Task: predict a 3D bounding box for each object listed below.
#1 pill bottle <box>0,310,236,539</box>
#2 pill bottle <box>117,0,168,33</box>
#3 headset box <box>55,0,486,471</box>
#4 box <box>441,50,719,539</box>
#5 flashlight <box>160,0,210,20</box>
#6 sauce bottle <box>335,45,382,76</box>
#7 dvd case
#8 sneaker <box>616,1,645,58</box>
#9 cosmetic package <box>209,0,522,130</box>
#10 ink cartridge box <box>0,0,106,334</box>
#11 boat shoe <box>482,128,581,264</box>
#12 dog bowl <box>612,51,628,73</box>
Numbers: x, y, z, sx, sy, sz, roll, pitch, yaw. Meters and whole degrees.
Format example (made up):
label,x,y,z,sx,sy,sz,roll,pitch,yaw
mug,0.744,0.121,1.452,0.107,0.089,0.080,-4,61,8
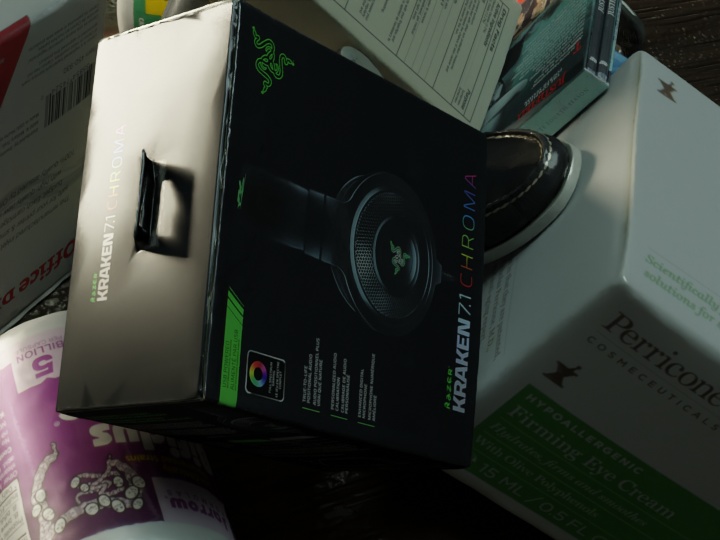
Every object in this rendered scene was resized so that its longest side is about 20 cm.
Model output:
label,x,y,z,sx,sy,sz,roll,pitch,yaw
pill bottle,-0.116,0.123,0.689,0.112,0.112,0.200,-5,46,-24
pill bottle,-0.051,-0.172,0.997,0.199,0.113,0.113,10,38,17
headset box,-0.037,-0.007,0.682,0.200,0.093,0.175,22,67,-48
box,0.164,0.037,0.795,0.199,0.171,0.200,33,39,-14
flashlight,-0.093,-0.149,0.925,0.068,0.200,0.068,33,27,14
sauce bottle,-0.068,-0.050,0.833,0.065,0.200,0.065,39,31,-29
dvd case,0.106,-0.140,0.899,0.022,0.146,0.200,32,46,-17
sneaker,0.152,-0.241,1.213,0.200,0.075,0.116,27,39,12
cosmetic package,-0.004,-0.162,0.843,0.200,0.073,0.104,38,63,-38
ink cartridge box,-0.213,-0.062,0.790,0.083,0.200,0.147,26,41,14
boat shoe,0.031,-0.044,0.810,0.060,0.200,0.074,37,64,-30
dog bowl,0.147,-0.114,0.991,0.111,0.050,0.200,-2,29,-28
